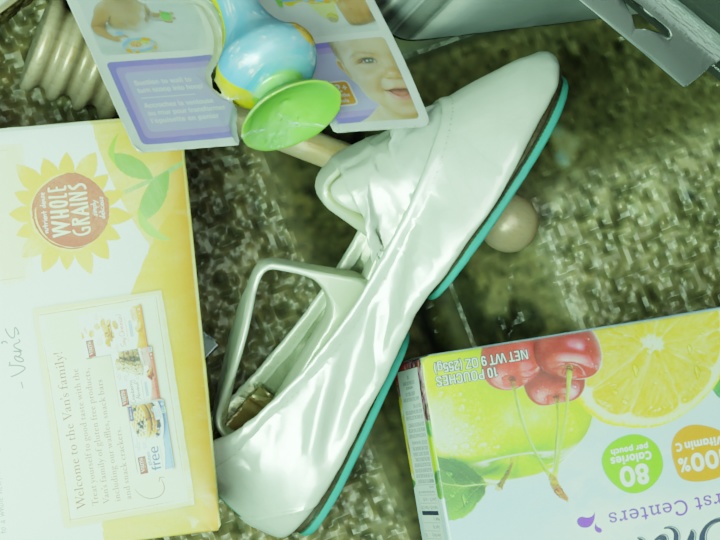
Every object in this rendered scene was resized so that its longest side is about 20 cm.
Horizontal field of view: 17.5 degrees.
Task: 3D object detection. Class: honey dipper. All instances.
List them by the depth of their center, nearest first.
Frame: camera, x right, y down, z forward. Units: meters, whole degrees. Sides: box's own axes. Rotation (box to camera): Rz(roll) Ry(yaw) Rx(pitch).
[{"bbox_3d":[-0.026,-0.048,0.863,0.200,0.038,0.038,21,80,-13],"label":"honey dipper"}]

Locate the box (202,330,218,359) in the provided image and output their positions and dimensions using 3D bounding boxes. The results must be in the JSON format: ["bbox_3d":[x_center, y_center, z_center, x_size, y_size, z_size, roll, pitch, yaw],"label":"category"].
[{"bbox_3d":[-0.168,0.051,0.816,0.137,0.038,0.200,45,77,-5],"label":"box"}]

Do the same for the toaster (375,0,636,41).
[{"bbox_3d":[0.071,-0.187,0.853,0.200,0.119,0.181,-8,85,-12],"label":"toaster"}]

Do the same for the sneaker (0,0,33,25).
[{"bbox_3d":[-0.183,-0.098,0.814,0.200,0.067,0.090,-39,98,-10],"label":"sneaker"}]

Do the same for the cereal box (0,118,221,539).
[{"bbox_3d":[-0.153,0.027,0.778,0.200,0.040,0.144,-5,92,-13],"label":"cereal box"}]

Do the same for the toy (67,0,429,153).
[{"bbox_3d":[-0.055,-0.134,0.806,0.115,0.047,0.200,-8,62,-31],"label":"toy"}]

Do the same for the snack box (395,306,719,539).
[{"bbox_3d":[0.123,0.087,0.867,0.200,0.053,0.142,-9,87,-13],"label":"snack box"}]

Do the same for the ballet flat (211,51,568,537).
[{"bbox_3d":[0.000,0.000,0.826,0.069,0.069,0.200,30,95,-7],"label":"ballet flat"}]

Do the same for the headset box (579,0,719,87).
[{"bbox_3d":[0.144,-0.152,0.765,0.149,0.077,0.200,38,77,-7],"label":"headset box"}]
